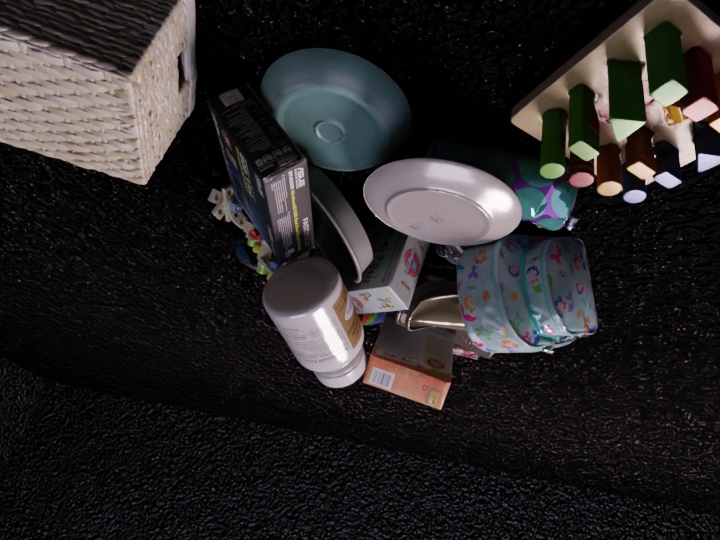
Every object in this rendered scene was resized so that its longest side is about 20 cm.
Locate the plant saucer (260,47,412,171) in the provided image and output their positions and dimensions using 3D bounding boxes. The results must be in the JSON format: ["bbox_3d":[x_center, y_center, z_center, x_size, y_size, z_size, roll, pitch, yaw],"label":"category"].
[{"bbox_3d":[-0.036,-0.188,0.670,0.200,0.036,0.200,10,152,6],"label":"plant saucer"}]

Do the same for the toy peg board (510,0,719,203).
[{"bbox_3d":[0.295,-0.142,0.543,0.199,0.098,0.200,24,151,-19],"label":"toy peg board"}]

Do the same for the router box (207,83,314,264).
[{"bbox_3d":[-0.128,-0.122,0.710,0.150,0.062,0.200,53,162,24],"label":"router box"}]

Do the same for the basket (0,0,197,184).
[{"bbox_3d":[-0.303,-0.228,0.586,0.200,0.161,0.198,17,151,-9],"label":"basket"}]

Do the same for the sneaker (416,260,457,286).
[{"bbox_3d":[0.131,0.029,0.933,0.200,0.091,0.066,17,153,-7],"label":"sneaker"}]

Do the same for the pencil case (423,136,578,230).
[{"bbox_3d":[0.173,-0.108,0.670,0.200,0.085,0.092,14,125,1],"label":"pencil case"}]

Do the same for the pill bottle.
[{"bbox_3d":[-0.058,0.085,0.788,0.114,0.114,0.200,1,137,23],"label":"pill bottle"}]

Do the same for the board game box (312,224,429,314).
[{"bbox_3d":[0.000,0.000,0.873,0.200,0.148,0.064,-10,133,37],"label":"board game box"}]

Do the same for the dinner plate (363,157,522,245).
[{"bbox_3d":[0.099,-0.073,0.660,0.200,0.024,0.200,14,159,6],"label":"dinner plate"}]

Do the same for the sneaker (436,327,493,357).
[{"bbox_3d":[0.200,0.083,1.031,0.200,0.106,0.075,32,146,29],"label":"sneaker"}]

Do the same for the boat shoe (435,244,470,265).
[{"bbox_3d":[0.152,-0.039,0.818,0.066,0.075,0.199,-18,149,36],"label":"boat shoe"}]

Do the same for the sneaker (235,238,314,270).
[{"bbox_3d":[-0.142,-0.005,1.011,0.200,0.073,0.082,17,152,-5],"label":"sneaker"}]

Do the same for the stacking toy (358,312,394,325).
[{"bbox_3d":[0.001,0.073,0.977,0.085,0.085,0.200,2,-174,20],"label":"stacking toy"}]

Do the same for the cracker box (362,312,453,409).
[{"bbox_3d":[0.090,0.150,0.919,0.134,0.200,0.058,18,109,6],"label":"cracker box"}]

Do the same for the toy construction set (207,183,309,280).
[{"bbox_3d":[-0.160,-0.058,0.855,0.200,0.131,0.092,42,118,21],"label":"toy construction set"}]

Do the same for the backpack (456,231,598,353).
[{"bbox_3d":[0.235,0.032,0.752,0.200,0.178,0.151,1,169,-36],"label":"backpack"}]

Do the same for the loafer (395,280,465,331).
[{"bbox_3d":[0.150,0.059,0.852,0.200,0.070,0.075,-13,132,-26],"label":"loafer"}]

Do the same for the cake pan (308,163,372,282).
[{"bbox_3d":[-0.048,-0.073,0.773,0.200,0.037,0.200,51,167,16],"label":"cake pan"}]

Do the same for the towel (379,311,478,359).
[{"bbox_3d":[0.142,0.124,1.091,0.200,0.023,0.144,13,-165,1],"label":"towel"}]
